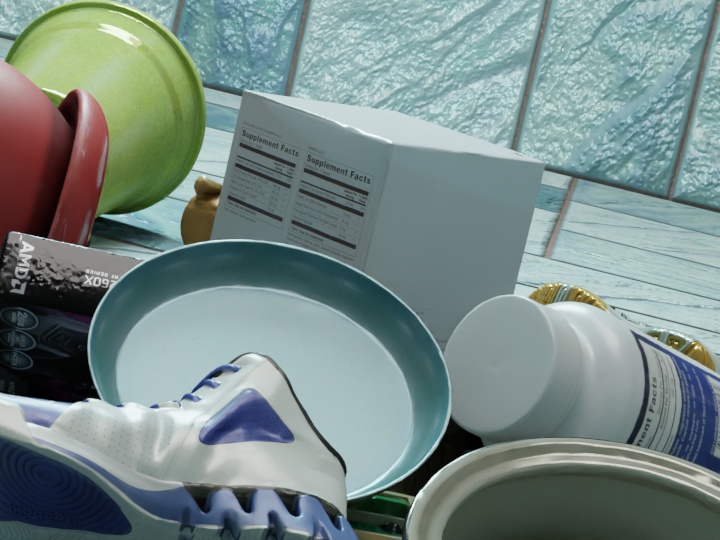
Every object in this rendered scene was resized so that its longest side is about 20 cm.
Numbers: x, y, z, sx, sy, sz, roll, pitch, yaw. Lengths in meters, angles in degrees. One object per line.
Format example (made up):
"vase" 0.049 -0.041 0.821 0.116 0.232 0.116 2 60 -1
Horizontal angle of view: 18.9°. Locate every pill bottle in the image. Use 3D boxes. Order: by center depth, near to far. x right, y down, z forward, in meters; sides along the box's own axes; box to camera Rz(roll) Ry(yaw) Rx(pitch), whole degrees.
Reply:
"pill bottle" 0.139 0.084 1.274 0.111 0.111 0.200 23 -2 45

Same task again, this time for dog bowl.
"dog bowl" 0.109 0.158 0.929 0.199 0.074 0.200 9 30 -5

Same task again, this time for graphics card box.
"graphics card box" -0.121 0.046 1.276 0.199 0.051 0.126 13 -31 -6

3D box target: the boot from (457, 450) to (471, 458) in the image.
"boot" 0.142 0.160 1.101 0.162 0.074 0.198 7 18 -20

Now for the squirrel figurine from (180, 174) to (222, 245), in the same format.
"squirrel figurine" -0.048 -0.033 1.770 0.186 0.142 0.200 3 10 -20

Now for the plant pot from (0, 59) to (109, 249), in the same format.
"plant pot" -0.273 -0.051 1.412 0.182 0.201 0.200 20 7 -17

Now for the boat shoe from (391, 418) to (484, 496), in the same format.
"boat shoe" 0.069 0.100 1.339 0.067 0.072 0.199 20 12 42

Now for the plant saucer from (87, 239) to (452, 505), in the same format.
"plant saucer" -0.050 0.059 1.167 0.199 0.028 0.201 9 41 -8

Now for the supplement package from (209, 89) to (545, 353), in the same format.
"supplement package" 0.000 0.000 1.436 0.151 0.201 0.150 4 13 -45

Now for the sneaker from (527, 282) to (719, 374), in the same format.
"sneaker" 0.215 0.072 1.746 0.200 0.076 0.088 26 1 42

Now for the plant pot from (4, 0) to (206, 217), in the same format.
"plant pot" -0.253 -0.118 1.883 0.199 0.201 0.184 14 21 7

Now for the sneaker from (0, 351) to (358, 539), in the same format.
"sneaker" -0.090 0.092 1.045 0.198 0.081 0.115 18 39 -11

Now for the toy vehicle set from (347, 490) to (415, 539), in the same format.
"toy vehicle set" -0.063 0.130 1.133 0.199 0.027 0.124 12 10 -7
